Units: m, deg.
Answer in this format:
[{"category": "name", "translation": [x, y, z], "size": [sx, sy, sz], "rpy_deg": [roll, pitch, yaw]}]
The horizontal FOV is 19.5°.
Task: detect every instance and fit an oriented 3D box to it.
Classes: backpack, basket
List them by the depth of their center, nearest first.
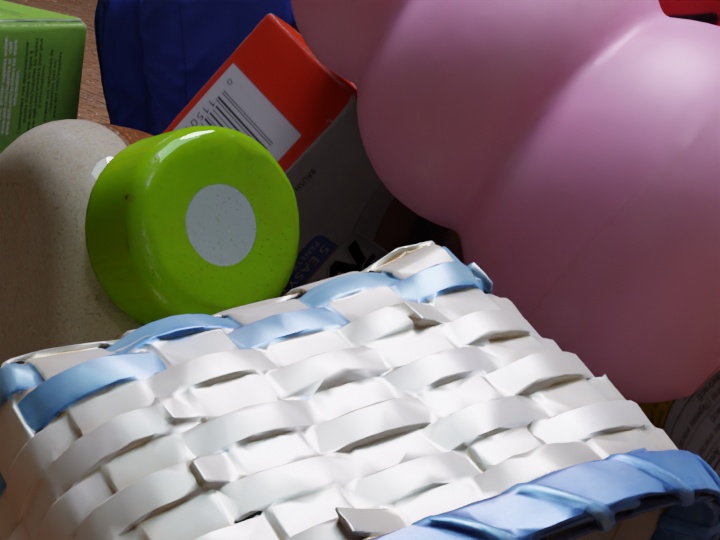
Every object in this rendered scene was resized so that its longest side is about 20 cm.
[{"category": "basket", "translation": [0.012, 0.100, 0.455], "size": [0.176, 0.139, 0.200], "rpy_deg": [-13, 49, -29]}, {"category": "backpack", "translation": [-0.035, -0.057, 1.017], "size": [0.168, 0.200, 0.162], "rpy_deg": [10, 25, 36]}]

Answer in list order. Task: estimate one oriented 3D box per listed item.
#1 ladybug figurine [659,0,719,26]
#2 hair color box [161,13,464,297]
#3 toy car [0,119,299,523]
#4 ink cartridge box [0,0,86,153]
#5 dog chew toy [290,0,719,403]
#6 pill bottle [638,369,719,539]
[{"category": "ladybug figurine", "translation": [0.084, -0.095, 0.781], "size": [0.200, 0.136, 0.072], "rpy_deg": [-8, 16, 34]}, {"category": "hair color box", "translation": [0.000, 0.000, 0.802], "size": [0.064, 0.111, 0.200], "rpy_deg": [48, 9, 38]}, {"category": "toy car", "translation": [-0.027, 0.042, 0.652], "size": [0.200, 0.158, 0.164], "rpy_deg": [7, -9, -36]}, {"category": "ink cartridge box", "translation": [-0.239, -0.068, 1.042], "size": [0.200, 0.148, 0.076], "rpy_deg": [16, 15, 33]}, {"category": "dog chew toy", "translation": [0.056, -0.053, 0.670], "size": [0.200, 0.125, 0.125], "rpy_deg": [44, 20, 9]}, {"category": "pill bottle", "translation": [0.163, 0.052, 0.732], "size": [0.111, 0.111, 0.200], "rpy_deg": [1, 46, -34]}]
